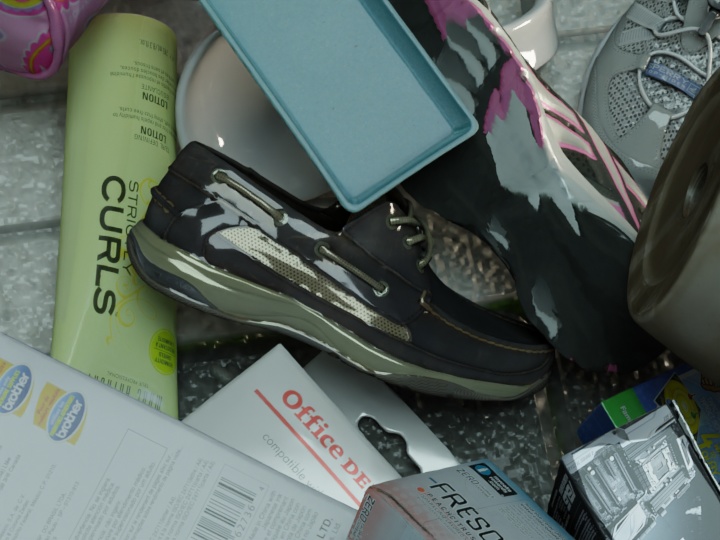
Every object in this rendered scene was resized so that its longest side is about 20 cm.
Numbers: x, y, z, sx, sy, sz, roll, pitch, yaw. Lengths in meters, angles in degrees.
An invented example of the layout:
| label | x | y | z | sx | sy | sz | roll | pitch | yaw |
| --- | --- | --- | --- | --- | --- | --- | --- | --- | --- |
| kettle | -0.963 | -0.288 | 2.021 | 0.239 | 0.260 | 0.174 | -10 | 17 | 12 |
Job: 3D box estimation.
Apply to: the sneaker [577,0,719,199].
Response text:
| label | x | y | z | sx | sy | sz | roll | pitch | yaw |
| --- | --- | --- | --- | --- | --- | --- | --- | --- | --- |
| sneaker | 0.160 | -0.125 | 1.036 | 0.074 | 0.082 | 0.201 | 24 | 69 | 4 |

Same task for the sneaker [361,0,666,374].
| label | x | y | z | sx | sy | sz | roll | pitch | yaw |
| --- | --- | --- | --- | --- | --- | --- | --- | --- | --- |
| sneaker | 0.073 | -0.047 | 0.978 | 0.080 | 0.086 | 0.201 | -31 | 93 | 25 |

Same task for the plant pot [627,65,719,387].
| label | x | y | z | sx | sy | sz | roll | pitch | yaw |
| --- | --- | --- | --- | --- | --- | --- | --- | --- | --- |
| plant pot | 0.209 | -0.003 | 0.883 | 0.173 | 0.200 | 0.201 | 21 | 66 | -6 |

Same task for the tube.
| label | x | y | z | sx | sy | sz | roll | pitch | yaw |
| --- | --- | --- | --- | --- | --- | --- | --- | --- | --- |
| tube | -0.107 | -0.017 | 0.980 | 0.058 | 0.052 | 0.201 | 2 | 67 | -5 |

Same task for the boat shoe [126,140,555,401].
| label | x | y | z | sx | sy | sz | roll | pitch | yaw |
| --- | --- | --- | --- | --- | --- | --- | --- | --- | --- |
| boat shoe | 0.000 | 0.000 | 0.947 | 0.199 | 0.075 | 0.074 | 19 | 100 | -16 |

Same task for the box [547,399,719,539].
| label | x | y | z | sx | sy | sz | roll | pitch | yaw |
| --- | --- | --- | --- | --- | --- | --- | --- | --- | --- |
| box | 0.127 | 0.155 | 0.852 | 0.050 | 0.200 | 0.158 | -25 | 71 | -8 |

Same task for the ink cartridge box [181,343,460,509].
| label | x | y | z | sx | sy | sz | roll | pitch | yaw |
| --- | --- | --- | --- | --- | --- | --- | --- | --- | --- |
| ink cartridge box | -0.043 | 0.116 | 0.922 | 0.200 | 0.068 | 0.117 | -40 | 77 | -19 |

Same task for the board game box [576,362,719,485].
| label | x | y | z | sx | sy | sz | roll | pitch | yaw |
| --- | --- | --- | --- | --- | --- | --- | --- | --- | --- |
| board game box | 0.202 | 0.124 | 0.952 | 0.135 | 0.035 | 0.201 | -22 | 71 | -26 |

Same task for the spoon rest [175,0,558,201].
| label | x | y | z | sx | sy | sz | roll | pitch | yaw |
| --- | --- | --- | --- | --- | --- | --- | --- | --- | --- |
| spoon rest | 0.008 | -0.093 | 1.010 | 0.199 | 0.100 | 0.061 | -21 | 28 | -17 |

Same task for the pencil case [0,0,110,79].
| label | x | y | z | sx | sy | sz | roll | pitch | yaw |
| --- | --- | --- | --- | --- | --- | --- | --- | --- | --- |
| pencil case | -0.122 | -0.171 | 0.998 | 0.087 | 0.088 | 0.200 | 31 | 51 | 7 |

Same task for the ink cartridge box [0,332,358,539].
| label | x | y | z | sx | sy | sz | roll | pitch | yaw |
| --- | --- | --- | --- | --- | --- | --- | --- | --- | --- |
| ink cartridge box | -0.112 | 0.107 | 0.859 | 0.199 | 0.042 | 0.120 | 27 | 68 | 0 |

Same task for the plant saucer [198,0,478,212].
| label | x | y | z | sx | sy | sz | roll | pitch | yaw |
| --- | --- | --- | --- | --- | --- | --- | --- | --- | --- |
| plant saucer | -0.034 | -0.120 | 0.936 | 0.070 | 0.019 | 0.201 | -33 | 82 | -14 |

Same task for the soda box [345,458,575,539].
| label | x | y | z | sx | sy | sz | roll | pitch | yaw |
| --- | --- | --- | --- | --- | --- | --- | --- | --- | --- |
| soda box | 0.013 | 0.173 | 0.831 | 0.068 | 0.201 | 0.064 | -8 | 39 | -43 |
